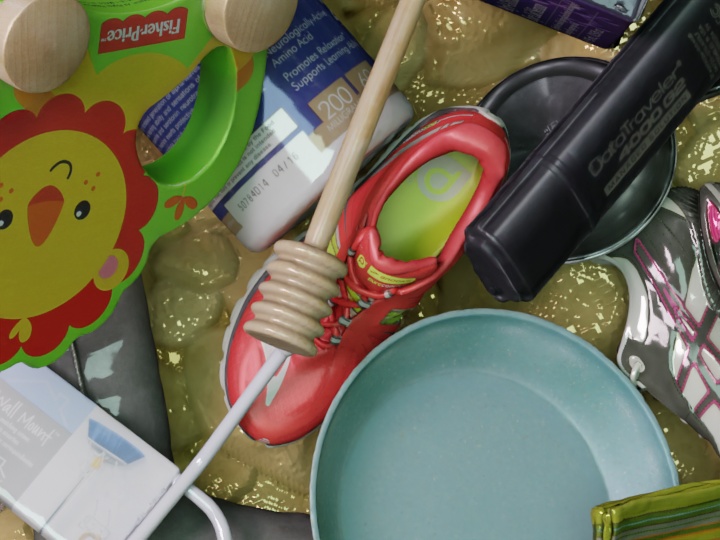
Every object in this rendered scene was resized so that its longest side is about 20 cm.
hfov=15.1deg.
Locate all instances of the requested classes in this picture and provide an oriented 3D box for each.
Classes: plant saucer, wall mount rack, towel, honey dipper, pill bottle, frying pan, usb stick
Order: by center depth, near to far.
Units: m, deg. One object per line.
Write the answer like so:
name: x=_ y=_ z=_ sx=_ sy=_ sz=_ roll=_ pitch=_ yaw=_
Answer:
honey dipper: x=-0.003 y=-0.057 z=1.283 sx=0.038 sy=0.038 sz=0.200 roll=21 pitch=79 yaw=1
wall mount rack: x=-0.126 y=0.062 z=1.301 sx=0.200 sy=0.075 sz=0.174 roll=37 pitch=71 yaw=4
towel: x=0.158 y=0.205 z=1.321 sx=0.086 sy=0.018 sz=0.200 roll=-9 pitch=95 yaw=-34
plant saucer: x=0.062 y=0.119 z=1.322 sx=0.200 sy=0.036 sz=0.200 roll=6 pitch=74 yaw=-22
usb stick: x=0.122 y=-0.068 z=1.323 sx=0.200 sy=0.033 sz=0.055 roll=-49 pitch=129 yaw=-18
pill bottle: x=-0.077 y=-0.117 z=1.352 sx=0.111 sy=0.111 sz=0.200 roll=-41 pitch=89 yaw=-1
frying pan: x=0.138 y=-0.064 z=1.366 sx=0.190 sy=0.031 sz=0.115 roll=-8 pitch=67 yaw=14

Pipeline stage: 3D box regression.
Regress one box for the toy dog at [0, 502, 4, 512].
toy dog: x=-0.228 y=0.143 z=1.347 sx=0.132 sy=0.096 sz=0.200 roll=-32 pitch=95 yaw=2

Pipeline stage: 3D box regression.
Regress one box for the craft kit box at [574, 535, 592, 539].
craft kit box: x=0.187 y=0.247 z=1.378 sx=0.197 sy=0.049 sz=0.200 roll=10 pitch=89 yaw=-2

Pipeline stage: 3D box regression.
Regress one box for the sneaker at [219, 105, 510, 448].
sneaker: x=0.000 y=0.000 z=1.318 sx=0.077 sy=0.085 sz=0.200 roll=36 pitch=92 yaw=-5

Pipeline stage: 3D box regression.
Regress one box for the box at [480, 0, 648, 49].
box: x=0.057 y=-0.196 z=1.336 sx=0.200 sy=0.148 sz=0.104 roll=21 pitch=90 yaw=2

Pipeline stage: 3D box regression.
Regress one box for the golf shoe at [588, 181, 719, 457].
golf shoe: x=0.178 y=0.057 z=1.373 sx=0.088 sy=0.077 sz=0.200 roll=-17 pitch=80 yaw=7

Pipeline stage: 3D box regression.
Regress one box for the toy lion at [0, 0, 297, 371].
toy lion: x=-0.128 y=-0.051 z=1.227 sx=0.069 sy=0.200 sz=0.192 roll=29 pitch=121 yaw=38

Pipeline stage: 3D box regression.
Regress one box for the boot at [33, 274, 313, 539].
boot: x=-0.105 y=0.072 z=1.368 sx=0.182 sy=0.073 sz=0.200 roll=-9 pitch=88 yaw=-1
